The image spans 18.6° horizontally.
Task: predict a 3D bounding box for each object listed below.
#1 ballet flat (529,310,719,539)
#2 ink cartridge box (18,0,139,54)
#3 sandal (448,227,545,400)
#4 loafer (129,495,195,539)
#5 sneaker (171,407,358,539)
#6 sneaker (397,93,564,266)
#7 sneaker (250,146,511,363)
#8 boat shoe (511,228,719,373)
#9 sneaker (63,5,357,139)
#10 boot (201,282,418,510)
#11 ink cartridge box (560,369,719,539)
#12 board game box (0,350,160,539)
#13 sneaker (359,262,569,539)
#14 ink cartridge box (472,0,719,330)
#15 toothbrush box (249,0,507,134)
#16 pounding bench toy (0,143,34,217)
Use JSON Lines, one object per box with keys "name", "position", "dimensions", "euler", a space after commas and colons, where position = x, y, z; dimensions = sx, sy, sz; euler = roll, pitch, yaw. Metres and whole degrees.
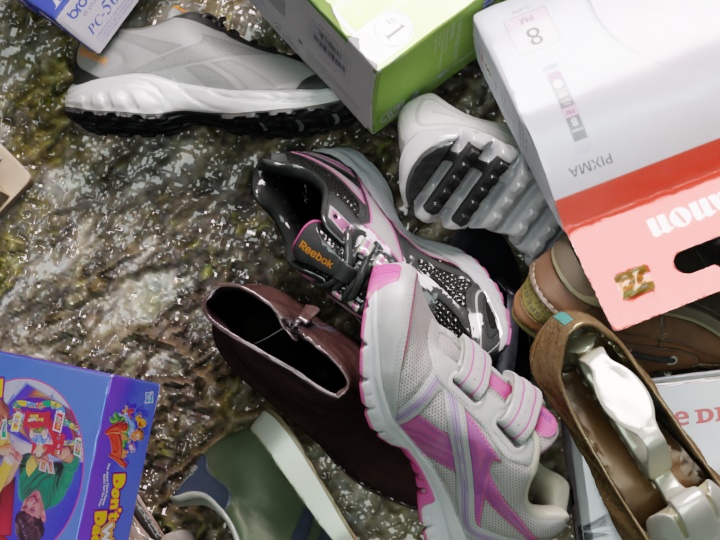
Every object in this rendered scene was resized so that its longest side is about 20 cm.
{"name": "ballet flat", "position": [0.160, 0.106, 1.193], "dimensions": [0.068, 0.072, 0.201], "euler": [-29, 82, -7]}
{"name": "ink cartridge box", "position": [-0.136, -0.236, 1.348], "dimensions": [0.200, 0.044, 0.094], "euler": [-54, 43, -2]}
{"name": "sandal", "position": [0.089, 0.071, 1.313], "dimensions": [0.043, 0.076, 0.201], "euler": [-14, 76, 35]}
{"name": "loafer", "position": [-0.132, 0.164, 1.332], "dimensions": [0.063, 0.072, 0.200], "euler": [-44, 82, -8]}
{"name": "sneaker", "position": [-0.039, 0.188, 1.319], "dimensions": [0.090, 0.067, 0.201], "euler": [-31, 78, -10]}
{"name": "sneaker", "position": [0.102, -0.044, 1.311], "dimensions": [0.200, 0.081, 0.075], "euler": [30, 111, -30]}
{"name": "sneaker", "position": [0.000, 0.000, 1.290], "dimensions": [0.200, 0.086, 0.081], "euler": [44, 113, 35]}
{"name": "boat shoe", "position": [0.175, 0.024, 1.303], "dimensions": [0.068, 0.199, 0.072], "euler": [-47, 40, 34]}
{"name": "sneaker", "position": [-0.081, -0.123, 1.348], "dimensions": [0.199, 0.074, 0.080], "euler": [3, 81, 3]}
{"name": "boot", "position": [-0.008, 0.079, 1.280], "dimensions": [0.200, 0.166, 0.072], "euler": [36, 88, 4]}
{"name": "ink cartridge box", "position": [0.202, 0.162, 1.306], "dimensions": [0.146, 0.083, 0.201], "euler": [-6, 85, 1]}
{"name": "board game box", "position": [-0.219, 0.114, 1.300], "dimensions": [0.199, 0.045, 0.135], "euler": [10, 86, 36]}
{"name": "sneaker", "position": [0.060, 0.075, 1.206], "dimensions": [0.088, 0.082, 0.201], "euler": [-14, 122, 18]}
{"name": "ink cartridge box", "position": [0.173, -0.086, 1.229], "dimensions": [0.162, 0.057, 0.201], "euler": [-21, 58, -5]}
{"name": "toothbrush box", "position": [0.038, -0.204, 1.308], "dimensions": [0.200, 0.086, 0.146], "euler": [-36, 74, -16]}
{"name": "pounding bench toy", "position": [-0.319, -0.036, 1.309], "dimensions": [0.124, 0.156, 0.200], "euler": [45, 89, 5]}
